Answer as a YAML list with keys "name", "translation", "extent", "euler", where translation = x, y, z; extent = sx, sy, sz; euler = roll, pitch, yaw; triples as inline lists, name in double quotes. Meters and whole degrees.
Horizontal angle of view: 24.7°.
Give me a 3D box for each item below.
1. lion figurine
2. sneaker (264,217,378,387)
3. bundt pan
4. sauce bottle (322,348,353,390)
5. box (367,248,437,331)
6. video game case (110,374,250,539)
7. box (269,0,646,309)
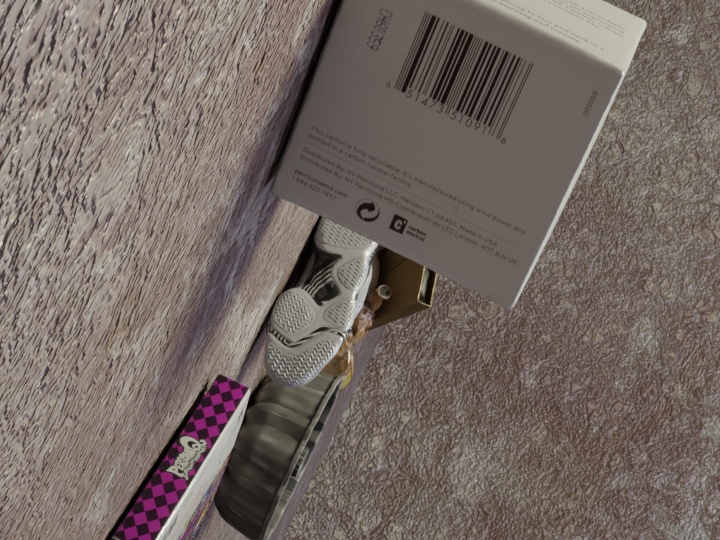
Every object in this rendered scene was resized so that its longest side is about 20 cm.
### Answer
- name: "lion figurine"
  translation: [0.000, 0.000, 1.853]
  extent: [0.201, 0.072, 0.123]
  euler: [-68, -172, -30]
- name: "sneaker"
  translation: [-0.035, 0.036, 1.578]
  extent: [0.115, 0.074, 0.201]
  euler: [99, 13, -66]
- name: "bundt pan"
  translation: [-0.093, 0.186, 1.728]
  extent: [0.203, 0.075, 0.202]
  euler: [-63, 175, -10]
- name: "sauce bottle"
  translation: [-0.041, 0.126, 2.099]
  extent: [0.067, 0.065, 0.200]
  euler: [-63, 176, -12]
- name: "box"
  translation: [0.044, -0.020, 1.864]
  extent: [0.200, 0.021, 0.165]
  euler: [-24, -129, 63]
- name: "video game case"
  translation: [-0.160, 0.209, 1.321]
  extent: [0.201, 0.036, 0.182]
  euler: [-60, 173, -49]
- name: "box"
  translation: [0.069, -0.117, 1.168]
  extent: [0.201, 0.197, 0.131]
  euler: [-67, 174, 29]
